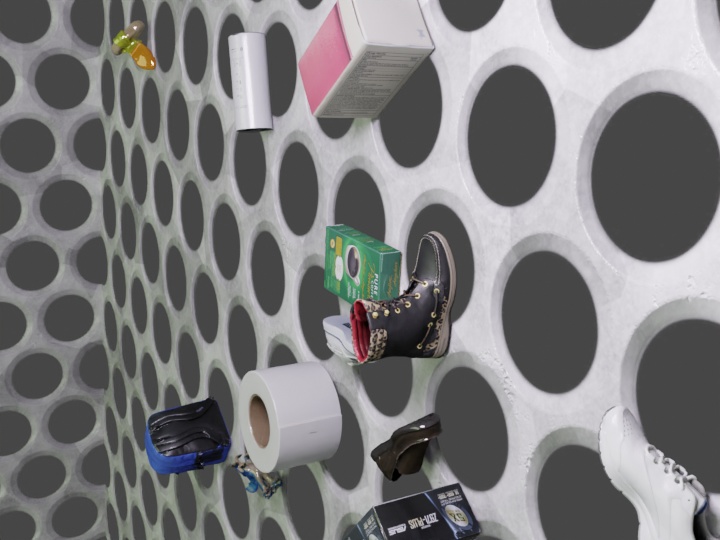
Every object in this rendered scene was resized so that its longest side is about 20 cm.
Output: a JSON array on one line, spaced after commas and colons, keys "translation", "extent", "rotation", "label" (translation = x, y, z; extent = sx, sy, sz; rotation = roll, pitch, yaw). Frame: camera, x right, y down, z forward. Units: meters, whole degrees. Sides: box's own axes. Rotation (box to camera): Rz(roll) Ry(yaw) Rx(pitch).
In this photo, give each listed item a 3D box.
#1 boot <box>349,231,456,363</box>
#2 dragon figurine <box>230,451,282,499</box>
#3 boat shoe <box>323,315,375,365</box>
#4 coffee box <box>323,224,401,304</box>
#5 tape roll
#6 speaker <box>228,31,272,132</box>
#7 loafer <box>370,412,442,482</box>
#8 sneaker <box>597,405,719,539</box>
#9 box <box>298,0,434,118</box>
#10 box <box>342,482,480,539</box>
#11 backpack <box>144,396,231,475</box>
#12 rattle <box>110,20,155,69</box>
[{"translation": [0.063, 0.046, 1.277], "extent": [0.073, 0.150, 0.201], "rotation": [28, 120, 55], "label": "boot"}, {"translation": [-0.247, 0.476, 1.966], "extent": [0.100, 0.059, 0.200], "rotation": [59, 152, -8], "label": "dragon figurine"}, {"translation": [-0.008, 0.135, 1.511], "extent": [0.200, 0.073, 0.066], "rotation": [-147, 51, -65], "label": "boat shoe"}, {"translation": [0.000, 0.000, 1.486], "extent": [0.200, 0.044, 0.124], "rotation": [27, 118, 56], "label": "coffee box"}, {"translation": [-0.143, 0.290, 1.692], "extent": [0.202, 0.139, 0.204], "rotation": [16, 109, 57], "label": "tape roll"}, {"translation": [-0.231, -0.392, 1.780], "extent": [0.081, 0.081, 0.201], "rotation": [1, 96, 60], "label": "speaker"}, {"translation": [0.085, 0.292, 1.379], "extent": [0.072, 0.073, 0.200], "rotation": [62, 150, 17], "label": "loafer"}, {"translation": [0.336, 0.240, 0.940], "extent": [0.087, 0.074, 0.201], "rotation": [-40, 67, 42], "label": "sneaker"}, {"translation": [0.003, -0.339, 1.335], "extent": [0.200, 0.127, 0.109], "rotation": [-43, 58, 53], "label": "box"}, {"translation": [0.067, 0.428, 1.329], "extent": [0.200, 0.163, 0.086], "rotation": [-59, 46, 45], "label": "box"}, {"translation": [-0.460, 0.452, 2.211], "extent": [0.163, 0.199, 0.168], "rotation": [57, 141, 36], "label": "backpack"}, {"translation": [-0.658, -0.659, 2.522], "extent": [0.131, 0.142, 0.200], "rotation": [-64, 13, -8], "label": "rattle"}]
